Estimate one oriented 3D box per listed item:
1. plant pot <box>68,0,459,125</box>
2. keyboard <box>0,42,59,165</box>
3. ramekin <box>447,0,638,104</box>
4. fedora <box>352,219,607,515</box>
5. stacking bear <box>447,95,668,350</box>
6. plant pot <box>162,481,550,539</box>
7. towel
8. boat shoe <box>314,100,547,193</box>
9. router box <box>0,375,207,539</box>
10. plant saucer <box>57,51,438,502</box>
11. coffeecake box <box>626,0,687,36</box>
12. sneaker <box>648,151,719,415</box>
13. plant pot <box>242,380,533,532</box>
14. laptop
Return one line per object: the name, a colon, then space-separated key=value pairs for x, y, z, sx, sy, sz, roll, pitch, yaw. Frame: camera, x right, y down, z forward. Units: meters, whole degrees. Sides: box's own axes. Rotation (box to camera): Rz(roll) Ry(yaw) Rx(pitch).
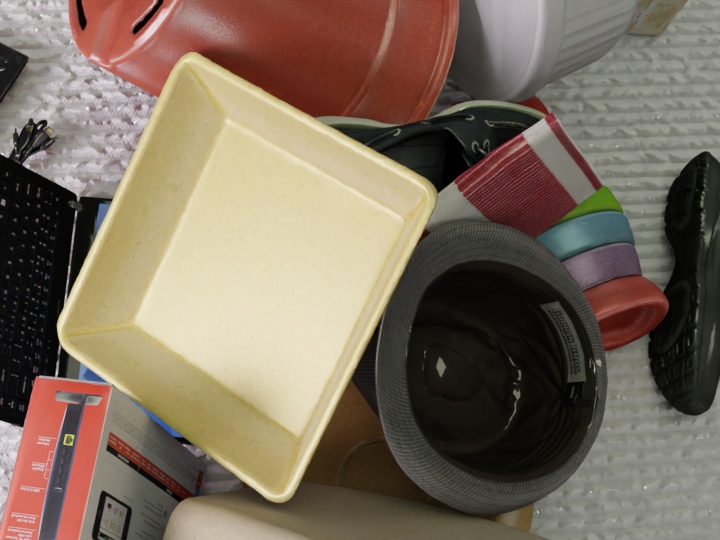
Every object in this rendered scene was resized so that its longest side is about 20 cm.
plant pot: x=-0.073 y=-0.174 z=0.931 sx=0.195 sy=0.200 sz=0.202 roll=18 pitch=65 yaw=-41
keyboard: x=-0.297 y=-0.078 z=1.000 sx=0.127 sy=0.021 sz=0.201 roll=26 pitch=70 yaw=7
ramekin: x=0.110 y=-0.219 z=0.954 sx=0.094 sy=0.202 sz=0.203 roll=-16 pitch=75 yaw=-19
fedora: x=0.062 y=0.062 z=0.885 sx=0.199 sy=0.090 sz=0.178 roll=13 pitch=79 yaw=-36
stacking bear: x=0.129 y=-0.040 z=1.011 sx=0.121 sy=0.114 sz=0.201 roll=-19 pitch=71 yaw=-15
plant pot: x=-0.024 y=0.222 z=0.811 sx=0.177 sy=0.200 sz=0.201 roll=24 pitch=99 yaw=26
towel: x=0.056 y=-0.020 z=0.894 sx=0.200 sy=0.144 sz=0.023 roll=-36 pitch=69 yaw=10
boat shoe: x=0.050 y=-0.066 z=0.904 sx=0.198 sy=0.075 sz=0.066 roll=0 pitch=31 yaw=-24
router box: x=-0.155 y=0.178 z=0.838 sx=0.049 sy=0.200 sz=0.180 roll=5 pitch=69 yaw=12
plant saucer: x=-0.063 y=0.002 z=0.829 sx=0.200 sy=0.048 sz=0.201 roll=31 pitch=100 yaw=28
coffeecake box: x=0.151 y=-0.277 z=1.107 sx=0.199 sy=0.073 sz=0.154 roll=4 pitch=73 yaw=-8
sneaker: x=0.270 y=0.012 z=1.033 sx=0.090 sy=0.076 sz=0.201 roll=17 pitch=73 yaw=-12
plant pot: x=0.017 y=0.145 z=0.942 sx=0.199 sy=0.028 sz=0.201 roll=-2 pitch=61 yaw=3
laptop: x=-0.184 y=0.015 z=0.940 sx=0.103 sy=0.200 sz=0.178 roll=-9 pitch=68 yaw=29
